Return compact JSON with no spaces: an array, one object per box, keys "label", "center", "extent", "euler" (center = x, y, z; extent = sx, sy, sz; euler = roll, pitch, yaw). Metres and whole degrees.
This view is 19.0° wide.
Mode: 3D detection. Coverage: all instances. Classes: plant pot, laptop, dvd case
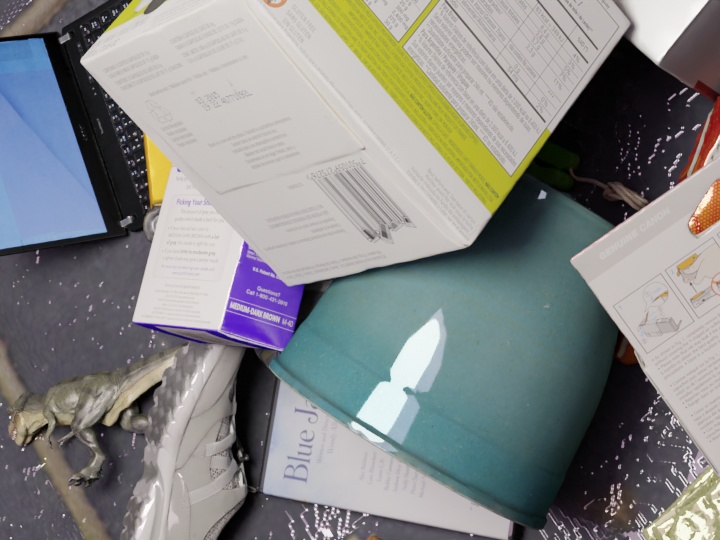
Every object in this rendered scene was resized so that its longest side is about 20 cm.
[{"label":"plant pot","center":[0.074,0.030,1.350],"extent":[0.200,0.200,0.188],"euler":[31,91,27]},{"label":"laptop","center":[-0.198,-0.122,1.573],"extent":[0.200,0.103,0.177],"euler":[-27,73,22]},{"label":"dvd case","center":[0.027,0.099,1.476],"extent":[0.200,0.018,0.143],"euler":[7,88,28]}]

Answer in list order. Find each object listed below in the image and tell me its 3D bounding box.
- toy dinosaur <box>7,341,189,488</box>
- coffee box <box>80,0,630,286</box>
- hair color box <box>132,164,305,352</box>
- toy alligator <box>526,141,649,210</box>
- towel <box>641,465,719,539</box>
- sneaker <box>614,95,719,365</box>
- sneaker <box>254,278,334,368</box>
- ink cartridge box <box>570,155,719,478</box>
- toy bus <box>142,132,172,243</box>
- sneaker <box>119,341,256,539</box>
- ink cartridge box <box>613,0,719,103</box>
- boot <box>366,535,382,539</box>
[{"label":"toy dinosaur","center":[-0.180,0.107,1.569],"extent":[0.200,0.047,0.088],"euler":[-22,67,20]},{"label":"coffee box","center":[-0.003,-0.137,1.282],"extent":[0.200,0.200,0.198],"euler":[-11,37,55]},{"label":"hair color box","center":[-0.076,-0.051,1.424],"extent":[0.109,0.065,0.200],"euler":[4,79,53]},{"label":"toy alligator","center":[0.100,-0.073,1.438],"extent":[0.200,0.059,0.054],"euler":[35,100,26]},{"label":"towel","center":[0.282,0.192,1.324],"extent":[0.148,0.036,0.200],"euler":[-42,66,15]},{"label":"sneaker","center":[0.222,-0.018,1.364],"extent":[0.077,0.073,0.200],"euler":[27,111,-8]},{"label":"sneaker","center":[0.000,0.000,1.447],"extent":[0.200,0.074,0.081],"euler":[-45,46,21]},{"label":"ink cartridge box","center":[0.251,0.001,1.291],"extent":[0.200,0.045,0.176],"euler":[-35,104,7]},{"label":"toy bus","center":[-0.117,-0.073,1.513],"extent":[0.078,0.065,0.200],"euler":[-6,94,-4]},{"label":"sneaker","center":[-0.111,0.133,1.519],"extent":[0.075,0.082,0.200],"euler":[-136,62,-70]},{"label":"ink cartridge box","center":[0.188,-0.229,1.365],"extent":[0.200,0.145,0.145],"euler":[46,104,25]},{"label":"boot","center":[0.063,0.227,1.420],"extent":[0.155,0.077,0.200],"euler":[46,112,28]}]
